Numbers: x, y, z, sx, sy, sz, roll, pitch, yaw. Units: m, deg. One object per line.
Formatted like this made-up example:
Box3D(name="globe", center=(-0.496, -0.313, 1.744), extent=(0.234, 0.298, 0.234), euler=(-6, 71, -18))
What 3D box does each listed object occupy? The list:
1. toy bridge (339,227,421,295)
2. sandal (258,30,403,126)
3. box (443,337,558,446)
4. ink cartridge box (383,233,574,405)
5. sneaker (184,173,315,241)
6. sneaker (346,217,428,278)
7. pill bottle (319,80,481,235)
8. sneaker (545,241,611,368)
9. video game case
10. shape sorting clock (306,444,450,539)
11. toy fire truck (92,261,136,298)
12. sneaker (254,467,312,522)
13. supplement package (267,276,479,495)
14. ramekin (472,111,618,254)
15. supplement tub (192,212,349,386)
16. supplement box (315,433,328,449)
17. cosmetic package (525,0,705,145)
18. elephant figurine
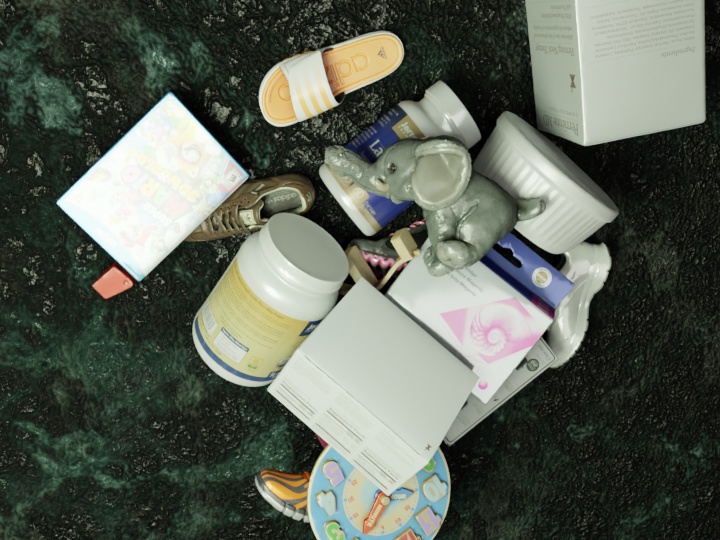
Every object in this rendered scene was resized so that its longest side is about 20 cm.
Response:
Box3D(name="toy bridge", center=(0.000, 0.000, 1.048), extent=(0.199, 0.027, 0.068), euler=(-17, 115, 37))
Box3D(name="sandal", center=(-0.038, -0.253, 1.002), extent=(0.205, 0.059, 0.080), euler=(-26, 110, 0))
Box3D(name="box", center=(0.162, 0.137, 1.095), extent=(0.200, 0.060, 0.117), euler=(-41, 109, 5))
Box3D(name="ink cartridge box", center=(0.149, 0.038, 1.025), extent=(0.196, 0.043, 0.201), euler=(37, 96, 3))
Box3D(name="sneaker", center=(-0.157, -0.083, 1.031), extent=(0.198, 0.076, 0.071), euler=(-19, 110, -1))
Box3D(name="sneaker", center=(0.080, -0.036, 1.095), extent=(0.197, 0.079, 0.097), euler=(6, 79, -5))
Box3D(name="pill bottle", center=(0.053, -0.149, 1.021), extent=(0.199, 0.116, 0.116), euler=(-39, 109, 5))
Box3D(name="sneaker", center=(0.300, 0.046, 1.155), extent=(0.086, 0.075, 0.202), euler=(16, 99, -1))
Box3D(name="video game case", center=(-0.261, -0.104, 0.985), extent=(0.200, 0.018, 0.143), euler=(-43, 109, 3))
Box3D(name="shape sorting clock", center=(0.027, 0.294, 1.020), extent=(0.198, 0.039, 0.203), euler=(-2, 96, -19))
Box3D(name="toy fire truck", center=(-0.297, -0.075, 1.022), extent=(0.199, 0.049, 0.141), euler=(-37, 105, 4))
Box3D(name="sneaker", center=(-0.040, 0.286, 1.062), extent=(0.199, 0.078, 0.113), euler=(27, 101, -25))
Box3D(name="supplement package", center=(0.018, 0.141, 0.968), extent=(0.200, 0.156, 0.111), euler=(41, 137, 2))
Box3D(name="ramekin", center=(0.234, -0.110, 1.024), extent=(0.201, 0.203, 0.094), euler=(35, 111, -17))
Box3D(name="supplement tub", center=(-0.117, 0.039, 1.016), extent=(0.144, 0.145, 0.200), euler=(29, 120, -16))
Box3D(name="supplement box", center=(-0.029, 0.195, 1.123), extent=(0.085, 0.110, 0.201), euler=(-26, 109, 3))
Box3D(name="cosmetic package", center=(0.321, -0.283, 0.989), extent=(0.164, 0.168, 0.202), euler=(-12, 109, -5))
Box3D(name="elephant figurine", center=(0.085, -0.105, 0.921), extent=(0.155, 0.141, 0.201), euler=(-39, 103, -27))
